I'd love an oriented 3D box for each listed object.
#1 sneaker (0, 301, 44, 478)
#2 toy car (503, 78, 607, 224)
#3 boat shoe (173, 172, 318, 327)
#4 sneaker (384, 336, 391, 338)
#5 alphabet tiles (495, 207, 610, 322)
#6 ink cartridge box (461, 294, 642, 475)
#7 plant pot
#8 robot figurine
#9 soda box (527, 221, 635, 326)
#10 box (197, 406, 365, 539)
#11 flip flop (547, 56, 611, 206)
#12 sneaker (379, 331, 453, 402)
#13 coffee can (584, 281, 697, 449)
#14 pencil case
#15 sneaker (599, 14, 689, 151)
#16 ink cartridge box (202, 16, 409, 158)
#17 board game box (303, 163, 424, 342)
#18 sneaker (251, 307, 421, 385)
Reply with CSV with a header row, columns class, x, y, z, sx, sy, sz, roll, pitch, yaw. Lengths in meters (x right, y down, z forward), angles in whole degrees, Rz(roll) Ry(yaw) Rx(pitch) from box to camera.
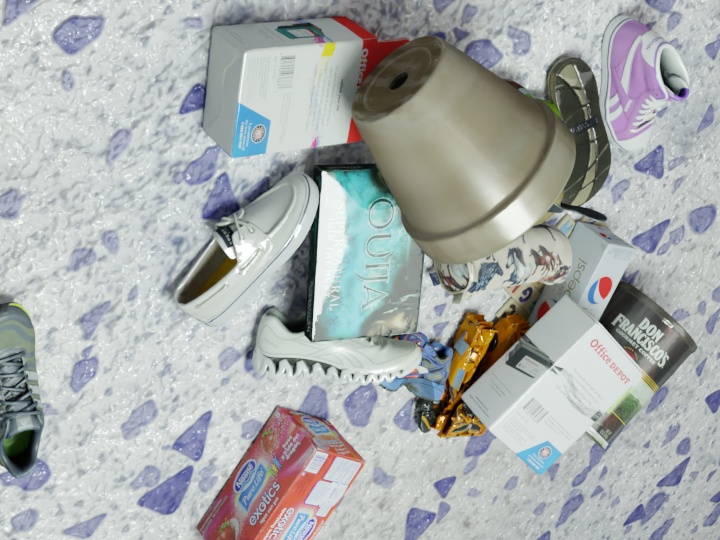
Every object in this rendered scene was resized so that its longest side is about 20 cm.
class,x,y,z,sx,sy,sz,roll,pitch,yaw
sneaker,-0.346,0.121,1.233,0.074,0.081,0.200,-19,130,-29
toy car,0.190,-0.116,1.413,0.164,0.200,0.158,7,115,-43
boat shoe,-0.126,-0.029,1.318,0.200,0.071,0.070,-48,141,9
sneaker,0.000,0.000,1.446,0.080,0.074,0.200,-21,123,-22
alphabet tiles,0.277,0.010,1.722,0.200,0.006,0.166,-48,138,0
ink cartridge box,0.258,0.154,1.649,0.200,0.084,0.145,-44,129,3
plant pot,0.088,-0.134,1.241,0.200,0.200,0.174,-47,120,-1
robot figurine,0.155,0.152,1.686,0.145,0.058,0.200,2,118,-38
soda box,0.296,0.037,1.702,0.064,0.068,0.200,9,114,-41
box,-0.100,0.283,1.545,0.100,0.095,0.200,23,104,-46
flip flop,0.263,-0.173,1.546,0.081,0.058,0.200,-23,117,-19
sneaker,0.050,0.110,1.571,0.200,0.075,0.079,20,97,-54
coffee can,0.366,0.138,1.786,0.200,0.146,0.146,-48,138,0
pencil case,0.185,-0.012,1.574,0.200,0.078,0.090,-7,101,-36
sneaker,0.361,-0.213,1.549,0.073,0.114,0.201,-35,138,-16
ink cartridge box,-0.054,-0.191,1.255,0.200,0.067,0.116,-12,127,-34
board game box,0.009,-0.021,1.377,0.135,0.028,0.200,-4,111,-22
sneaker,-0.026,0.086,1.437,0.199,0.075,0.081,3,107,-6
